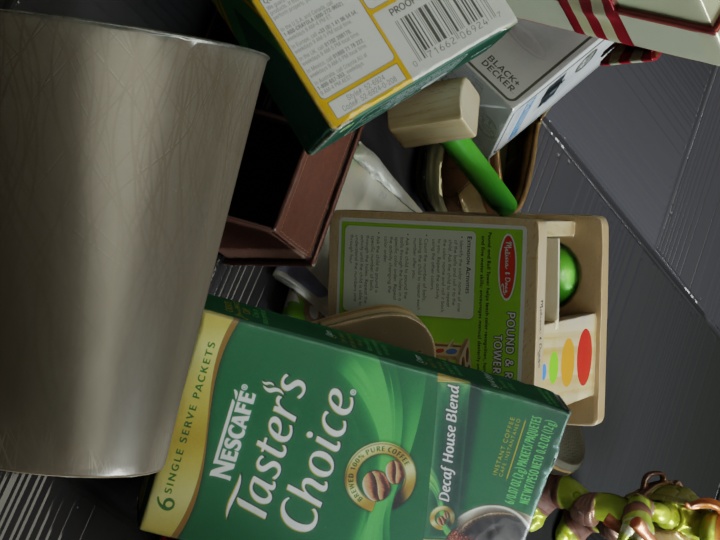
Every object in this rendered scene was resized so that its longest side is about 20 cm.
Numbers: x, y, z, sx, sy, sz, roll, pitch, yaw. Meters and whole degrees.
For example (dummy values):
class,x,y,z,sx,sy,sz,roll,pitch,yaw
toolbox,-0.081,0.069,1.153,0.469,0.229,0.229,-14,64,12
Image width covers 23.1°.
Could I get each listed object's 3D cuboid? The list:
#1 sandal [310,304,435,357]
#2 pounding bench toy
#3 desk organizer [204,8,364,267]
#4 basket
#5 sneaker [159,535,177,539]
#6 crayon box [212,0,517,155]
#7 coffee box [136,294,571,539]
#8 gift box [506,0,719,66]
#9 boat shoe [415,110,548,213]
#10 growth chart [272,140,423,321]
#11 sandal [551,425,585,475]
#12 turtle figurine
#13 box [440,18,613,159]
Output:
class,x,y,z,sx,sy,sz,roll,pitch,yaw
sandal,-0.069,0.054,0.947,0.210,0.070,0.078,-9,106,-13
pounding bench toy,0.069,-0.008,1.025,0.156,0.123,0.202,-6,98,-66
desk organizer,-0.042,-0.109,0.977,0.077,0.071,0.201,37,64,-42
basket,-0.135,-0.012,0.826,0.179,0.136,0.202,4,93,-34
sneaker,-0.054,0.186,0.982,0.108,0.067,0.203,-22,105,-46
crayon box,-0.025,-0.179,0.921,0.125,0.052,0.201,-31,89,-22
coffee box,-0.005,0.097,0.902,0.198,0.044,0.124,17,100,-10
gift box,0.145,-0.238,0.966,0.185,0.199,0.187,-53,138,-13
boat shoe,0.096,-0.122,1.136,0.075,0.073,0.202,22,75,-48
growth chart,0.000,0.000,1.072,0.200,0.018,0.145,52,55,-38
sandal,0.122,0.049,1.181,0.082,0.054,0.202,-45,123,-58
turtle figurine,0.191,0.168,1.197,0.199,0.160,0.065,18,78,-48
box,0.112,-0.174,1.085,0.200,0.117,0.060,-41,168,-25
